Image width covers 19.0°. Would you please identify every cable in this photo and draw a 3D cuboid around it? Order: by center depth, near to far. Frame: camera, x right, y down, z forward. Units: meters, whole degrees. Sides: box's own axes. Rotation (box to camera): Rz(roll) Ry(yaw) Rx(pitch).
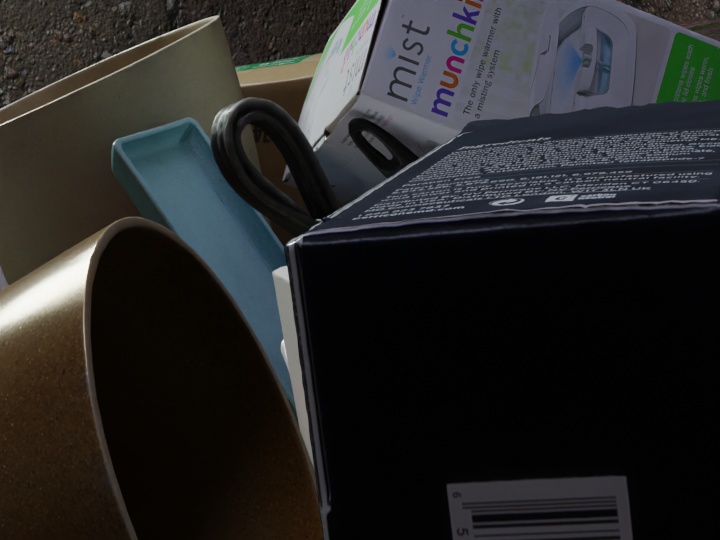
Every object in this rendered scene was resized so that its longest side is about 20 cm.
[{"bbox_3d":[0.000,0.000,1.057,0.097,0.201,0.050,-29,16,-29],"label":"cable"}]

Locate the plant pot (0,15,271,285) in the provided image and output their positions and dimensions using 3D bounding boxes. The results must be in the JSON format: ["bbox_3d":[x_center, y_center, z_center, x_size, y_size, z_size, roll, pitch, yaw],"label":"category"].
[{"bbox_3d":[-0.123,-0.017,1.231,0.186,0.201,0.187,-24,10,5],"label":"plant pot"}]

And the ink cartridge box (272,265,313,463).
[{"bbox_3d":[0.047,0.055,0.935,0.128,0.126,0.200,-11,9,-13],"label":"ink cartridge box"}]

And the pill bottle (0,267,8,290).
[{"bbox_3d":[-0.271,0.044,1.012,0.199,0.112,0.111,-16,12,-33],"label":"pill bottle"}]

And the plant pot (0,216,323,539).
[{"bbox_3d":[-0.133,0.103,0.750,0.199,0.187,0.186,-21,6,16],"label":"plant pot"}]

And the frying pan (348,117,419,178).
[{"bbox_3d":[0.062,-0.001,1.047,0.189,0.115,0.031,24,37,-7],"label":"frying pan"}]

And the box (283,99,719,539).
[{"bbox_3d":[0.073,0.062,0.652,0.123,0.201,0.197,-4,11,16],"label":"box"}]

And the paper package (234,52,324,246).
[{"bbox_3d":[-0.021,-0.038,1.336,0.199,0.192,0.103,-7,7,17],"label":"paper package"}]

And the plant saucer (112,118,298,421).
[{"bbox_3d":[-0.055,0.012,1.101,0.019,0.201,0.070,-39,-9,34],"label":"plant saucer"}]

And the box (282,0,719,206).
[{"bbox_3d":[0.068,-0.074,1.092,0.176,0.097,0.200,20,-13,-8],"label":"box"}]
